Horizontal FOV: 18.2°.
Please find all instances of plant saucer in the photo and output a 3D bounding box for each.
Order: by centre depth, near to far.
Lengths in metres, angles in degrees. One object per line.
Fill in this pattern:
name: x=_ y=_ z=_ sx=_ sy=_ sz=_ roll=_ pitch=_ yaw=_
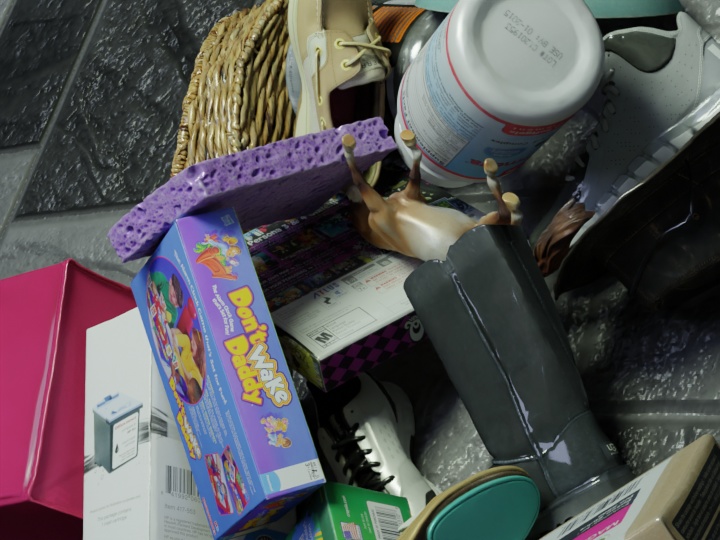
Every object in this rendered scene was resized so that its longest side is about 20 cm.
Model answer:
plant saucer: x=0.139 y=-0.212 z=1.666 sx=0.200 sy=0.200 sz=0.036 roll=15 pitch=109 yaw=52

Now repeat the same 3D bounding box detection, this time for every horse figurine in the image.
horse figurine: x=0.064 y=-0.034 z=1.575 sx=0.200 sy=0.133 sz=0.050 roll=19 pitch=55 yaw=22

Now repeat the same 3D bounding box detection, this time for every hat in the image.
hat: x=0.220 y=-0.029 z=1.496 sx=0.081 sy=0.201 sz=0.201 roll=45 pitch=100 yaw=13

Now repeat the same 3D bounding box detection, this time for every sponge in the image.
sponge: x=-0.075 y=-0.058 z=1.603 sx=0.112 sy=0.200 sz=0.030 roll=-35 pitch=78 yaw=42

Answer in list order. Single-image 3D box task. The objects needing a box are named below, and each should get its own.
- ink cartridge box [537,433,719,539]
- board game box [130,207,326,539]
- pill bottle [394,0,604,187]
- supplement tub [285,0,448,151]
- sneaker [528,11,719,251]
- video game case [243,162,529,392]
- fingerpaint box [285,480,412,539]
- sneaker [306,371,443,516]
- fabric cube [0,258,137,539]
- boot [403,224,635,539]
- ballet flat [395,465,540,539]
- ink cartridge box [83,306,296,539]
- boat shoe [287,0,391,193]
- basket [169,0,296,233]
ink cartridge box: x=0.139 y=0.198 z=1.354 sx=0.200 sy=0.075 sz=0.165 roll=-36 pitch=0 yaw=22
board game box: x=-0.094 y=0.075 z=1.556 sx=0.134 sy=0.045 sz=0.200 roll=-44 pitch=62 yaw=63
pill bottle: x=0.088 y=-0.125 z=1.569 sx=0.200 sy=0.109 sz=0.109 roll=133 pitch=160 yaw=-70
supplement tub: x=0.042 y=-0.153 z=1.779 sx=0.200 sy=0.122 sz=0.123 roll=12 pitch=70 yaw=51
sneaker: x=0.173 y=-0.104 z=1.588 sx=0.200 sy=0.116 sz=0.075 roll=-41 pitch=-4 yaw=6
video game case: x=0.000 y=0.000 z=1.664 sx=0.200 sy=0.036 sz=0.181 roll=-28 pitch=37 yaw=-26
fingerpaint box: x=-0.016 y=0.270 z=1.492 sx=0.167 sy=0.073 sz=0.200 roll=-59 pitch=30 yaw=32
sneaker: x=0.006 y=0.144 z=1.614 sx=0.074 sy=0.080 sz=0.200 roll=-40 pitch=39 yaw=15
fabric cube: x=-0.234 y=0.127 z=1.776 sx=0.199 sy=0.200 sz=0.197 roll=-14 pitch=60 yaw=43
boot: x=0.075 y=0.090 z=1.505 sx=0.165 sy=0.066 sz=0.200 roll=-31 pitch=78 yaw=22
ballet flat: x=0.031 y=0.185 z=1.407 sx=0.063 sy=0.069 sz=0.200 roll=2 pitch=33 yaw=48
ink cartridge box: x=-0.125 y=0.140 z=1.668 sx=0.086 sy=0.146 sz=0.200 roll=-23 pitch=60 yaw=39
boat shoe: x=-0.008 y=-0.153 z=1.693 sx=0.066 sy=0.074 sz=0.200 roll=22 pitch=123 yaw=45
basket: x=-0.105 y=-0.117 z=1.897 sx=0.149 sy=0.143 sz=0.200 roll=-15 pitch=50 yaw=40
